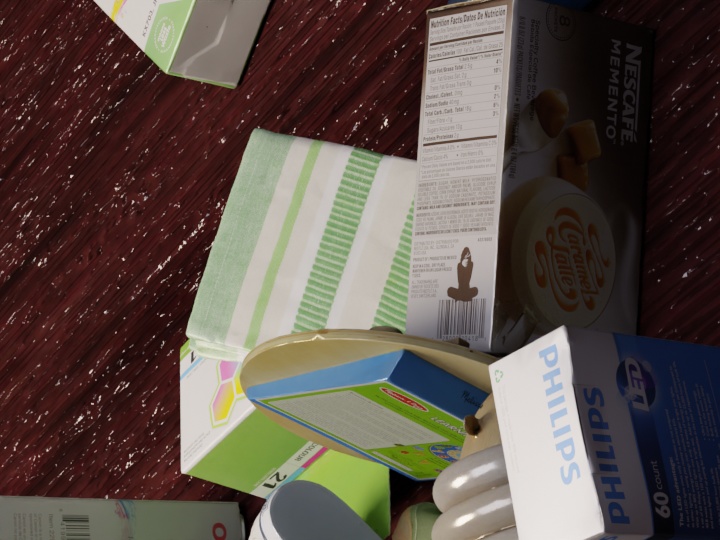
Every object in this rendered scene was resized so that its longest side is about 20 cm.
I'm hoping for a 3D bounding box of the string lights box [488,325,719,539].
[{"bbox_3d":[0.162,0.092,1.074,0.059,0.199,0.103,-31,60,45],"label":"string lights box"}]

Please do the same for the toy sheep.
[{"bbox_3d":[0.104,0.151,1.134,0.138,0.137,0.201,-34,62,44],"label":"toy sheep"}]

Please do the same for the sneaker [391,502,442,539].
[{"bbox_3d":[0.101,0.169,1.257,0.200,0.067,0.090,40,107,48],"label":"sneaker"}]

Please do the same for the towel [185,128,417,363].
[{"bbox_3d":[0.000,0.000,1.344,0.199,0.023,0.153,12,75,24],"label":"towel"}]

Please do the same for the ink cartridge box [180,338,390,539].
[{"bbox_3d":[-0.050,0.106,1.411,0.148,0.076,0.201,-43,37,40],"label":"ink cartridge box"}]

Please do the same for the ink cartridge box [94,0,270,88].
[{"bbox_3d":[-0.143,-0.234,1.634,0.200,0.067,0.118,45,119,46],"label":"ink cartridge box"}]

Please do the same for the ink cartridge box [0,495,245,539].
[{"bbox_3d":[-0.180,0.234,1.490,0.085,0.199,0.148,-21,67,49],"label":"ink cartridge box"}]

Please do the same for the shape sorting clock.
[{"bbox_3d":[0.029,0.076,1.248,0.200,0.200,0.039,-13,56,51],"label":"shape sorting clock"}]

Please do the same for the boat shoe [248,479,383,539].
[{"bbox_3d":[0.005,0.222,1.317,0.202,0.075,0.086,42,139,7],"label":"boat shoe"}]

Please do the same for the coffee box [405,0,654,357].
[{"bbox_3d":[0.098,-0.047,1.253,0.080,0.114,0.201,-3,80,51],"label":"coffee box"}]

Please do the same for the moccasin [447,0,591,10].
[{"bbox_3d":[0.125,-0.210,1.291,0.200,0.080,0.068,-41,47,23],"label":"moccasin"}]
